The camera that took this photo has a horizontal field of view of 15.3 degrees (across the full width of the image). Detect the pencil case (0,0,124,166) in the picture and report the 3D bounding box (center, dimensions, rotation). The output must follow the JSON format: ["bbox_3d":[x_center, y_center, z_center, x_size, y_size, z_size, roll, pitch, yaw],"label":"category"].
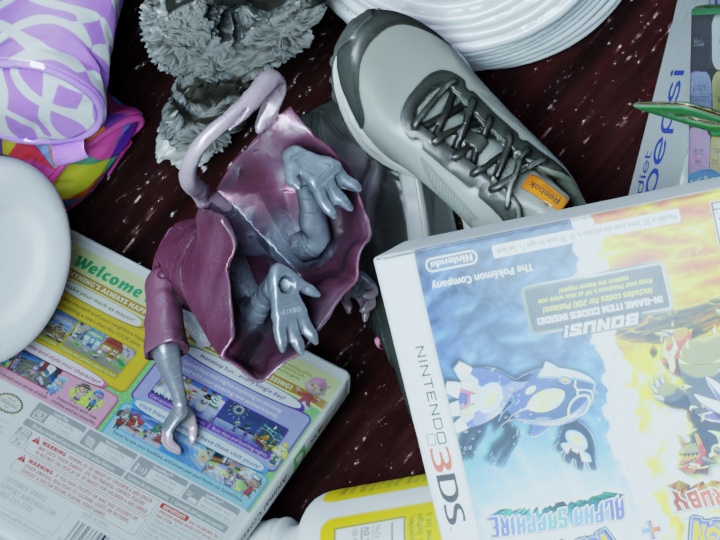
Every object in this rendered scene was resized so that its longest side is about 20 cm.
[{"bbox_3d":[-0.155,-0.158,1.442,0.084,0.085,0.201,-10,54,33],"label":"pencil case"}]

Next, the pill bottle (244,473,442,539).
[{"bbox_3d":[0.033,0.163,1.397,0.199,0.114,0.115,-11,83,15],"label":"pill bottle"}]

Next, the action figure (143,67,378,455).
[{"bbox_3d":[-0.075,-0.001,1.361,0.134,0.200,0.149,-41,103,-19],"label":"action figure"}]

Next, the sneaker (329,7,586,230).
[{"bbox_3d":[0.064,-0.058,1.381,0.200,0.079,0.074,48,72,-18],"label":"sneaker"}]

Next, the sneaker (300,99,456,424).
[{"bbox_3d":[0.000,0.000,1.445,0.099,0.071,0.201,-13,80,20],"label":"sneaker"}]

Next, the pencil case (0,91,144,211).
[{"bbox_3d":[-0.209,-0.124,1.502,0.088,0.088,0.200,-43,78,9],"label":"pencil case"}]

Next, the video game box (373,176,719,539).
[{"bbox_3d":[0.119,0.061,1.261,0.199,0.047,0.183,-12,98,27],"label":"video game box"}]

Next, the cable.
[{"bbox_3d":[0.058,-0.208,1.439,0.199,0.069,0.201,13,90,16],"label":"cable"}]

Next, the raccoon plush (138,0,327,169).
[{"bbox_3d":[-0.094,-0.164,1.444,0.200,0.096,0.135,-47,47,45],"label":"raccoon plush"}]

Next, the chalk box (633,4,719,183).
[{"bbox_3d":[0.233,-0.067,1.299,0.199,0.125,0.125,-2,95,-18],"label":"chalk box"}]

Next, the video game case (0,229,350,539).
[{"bbox_3d":[-0.134,0.080,1.419,0.199,0.022,0.182,26,57,16],"label":"video game case"}]

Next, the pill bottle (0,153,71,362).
[{"bbox_3d":[-0.257,-0.024,1.430,0.199,0.112,0.113,17,91,38],"label":"pill bottle"}]

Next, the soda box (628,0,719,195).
[{"bbox_3d":[0.181,-0.046,1.384,0.063,0.068,0.201,14,90,-16],"label":"soda box"}]
